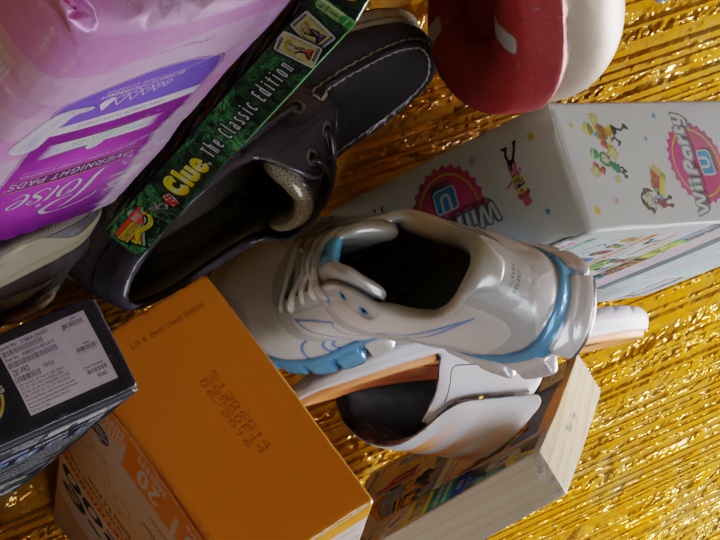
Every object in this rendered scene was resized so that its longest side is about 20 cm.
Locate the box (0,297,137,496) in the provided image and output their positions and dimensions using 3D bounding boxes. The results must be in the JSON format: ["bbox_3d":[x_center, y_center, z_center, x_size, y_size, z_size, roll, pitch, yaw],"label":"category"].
[{"bbox_3d":[-0.204,0.088,1.154,0.200,0.049,0.161,-24,171,-29],"label":"box"}]

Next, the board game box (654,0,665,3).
[{"bbox_3d":[0.207,-0.216,1.342,0.200,0.064,0.148,-17,138,-36],"label":"board game box"}]

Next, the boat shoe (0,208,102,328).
[{"bbox_3d":[-0.187,0.017,1.137,0.200,0.074,0.073,-23,141,-30],"label":"boat shoe"}]

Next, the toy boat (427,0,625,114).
[{"bbox_3d":[0.037,-0.151,1.191,0.131,0.131,0.200,-9,141,-1],"label":"toy boat"}]

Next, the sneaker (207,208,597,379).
[{"bbox_3d":[0.000,0.000,1.251,0.087,0.200,0.075,27,68,-47],"label":"sneaker"}]

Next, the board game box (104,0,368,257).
[{"bbox_3d":[-0.033,-0.088,1.120,0.200,0.023,0.105,-43,-166,52],"label":"board game box"}]

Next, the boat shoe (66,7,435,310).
[{"bbox_3d":[-0.042,-0.043,1.244,0.200,0.065,0.072,-30,145,-23],"label":"boat shoe"}]

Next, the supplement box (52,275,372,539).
[{"bbox_3d":[-0.070,0.105,1.269,0.074,0.126,0.200,-32,163,-20],"label":"supplement box"}]

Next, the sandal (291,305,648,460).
[{"bbox_3d":[0.063,0.056,1.361,0.207,0.059,0.079,-8,170,-37],"label":"sandal"}]

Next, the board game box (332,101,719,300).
[{"bbox_3d":[0.111,-0.028,1.363,0.200,0.064,0.147,-6,166,-46],"label":"board game box"}]

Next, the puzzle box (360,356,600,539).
[{"bbox_3d":[0.048,0.104,1.417,0.133,0.025,0.200,-31,-175,13],"label":"puzzle box"}]

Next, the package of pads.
[{"bbox_3d":[-0.109,-0.081,1.050,0.120,0.076,0.200,-18,165,-37],"label":"package of pads"}]
